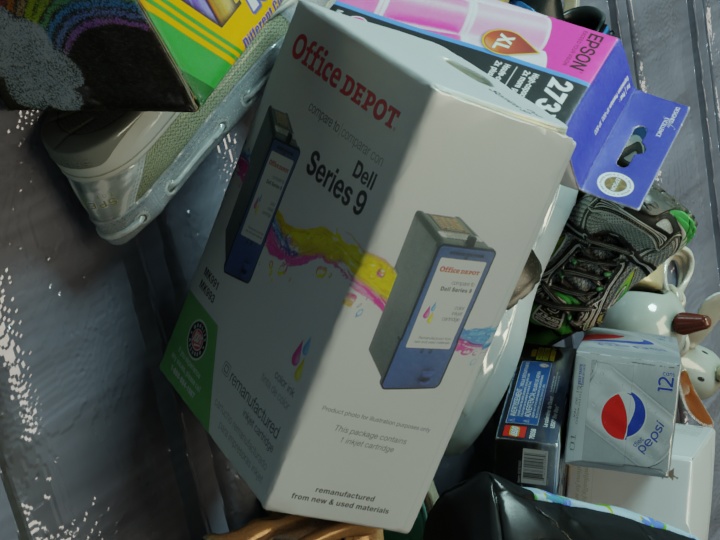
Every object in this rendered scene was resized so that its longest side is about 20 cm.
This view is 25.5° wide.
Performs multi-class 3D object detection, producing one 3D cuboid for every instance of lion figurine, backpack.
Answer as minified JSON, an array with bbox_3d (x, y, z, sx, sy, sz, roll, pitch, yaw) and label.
[{"bbox_3d":[-0.027,0.142,0.792,0.121,0.200,0.073,-19,88,-20],"label":"lion figurine"},{"bbox_3d":[0.124,0.200,0.852,0.198,0.154,0.165,4,70,-28],"label":"backpack"}]

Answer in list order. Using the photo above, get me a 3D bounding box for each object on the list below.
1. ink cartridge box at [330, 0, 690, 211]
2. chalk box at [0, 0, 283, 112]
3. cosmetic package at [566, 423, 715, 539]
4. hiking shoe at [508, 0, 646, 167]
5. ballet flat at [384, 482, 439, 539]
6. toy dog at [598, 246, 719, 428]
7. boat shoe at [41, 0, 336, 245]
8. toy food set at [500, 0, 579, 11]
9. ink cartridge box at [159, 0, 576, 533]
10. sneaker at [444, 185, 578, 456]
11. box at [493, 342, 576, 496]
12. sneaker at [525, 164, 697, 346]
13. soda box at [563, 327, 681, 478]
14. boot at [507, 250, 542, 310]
[{"bbox_3d":[0.069,-0.101,0.839,0.095,0.198,0.037,-55,161,-41],"label":"ink cartridge box"},{"bbox_3d":[-0.123,-0.181,0.659,0.124,0.124,0.201,-56,135,-34],"label":"chalk box"},{"bbox_3d":[0.195,0.165,1.098,0.200,0.084,0.109,4,92,-73],"label":"cosmetic package"},{"bbox_3d":[0.144,-0.117,0.997,0.199,0.074,0.088,14,101,-54],"label":"hiking shoe"},{"bbox_3d":[0.023,0.151,0.949,0.063,0.067,0.201,-83,158,-52],"label":"ballet flat"},{"bbox_3d":[0.243,0.051,1.195,0.199,0.095,0.134,-5,97,-53],"label":"toy dog"},{"bbox_3d":[-0.072,-0.099,0.782,0.202,0.074,0.065,-51,137,-33],"label":"boat shoe"},{"bbox_3d":[0.082,-0.188,0.990,0.199,0.060,0.145,12,83,-53],"label":"toy food set"},{"bbox_3d":[-0.003,-0.005,0.738,0.087,0.145,0.202,15,106,-33],"label":"ink cartridge box"},{"bbox_3d":[0.048,0.003,0.964,0.115,0.073,0.202,21,87,-30],"label":"sneaker"},{"bbox_3d":[0.104,0.165,0.993,0.137,0.039,0.202,-58,152,-66],"label":"box"},{"bbox_3d":[0.149,0.000,1.010,0.086,0.078,0.200,-57,177,-24],"label":"sneaker"},{"bbox_3d":[0.166,0.078,0.999,0.200,0.063,0.069,-14,110,-79],"label":"soda box"},{"bbox_3d":[0.000,0.000,0.869,0.200,0.068,0.131,-41,116,-17],"label":"boot"}]
